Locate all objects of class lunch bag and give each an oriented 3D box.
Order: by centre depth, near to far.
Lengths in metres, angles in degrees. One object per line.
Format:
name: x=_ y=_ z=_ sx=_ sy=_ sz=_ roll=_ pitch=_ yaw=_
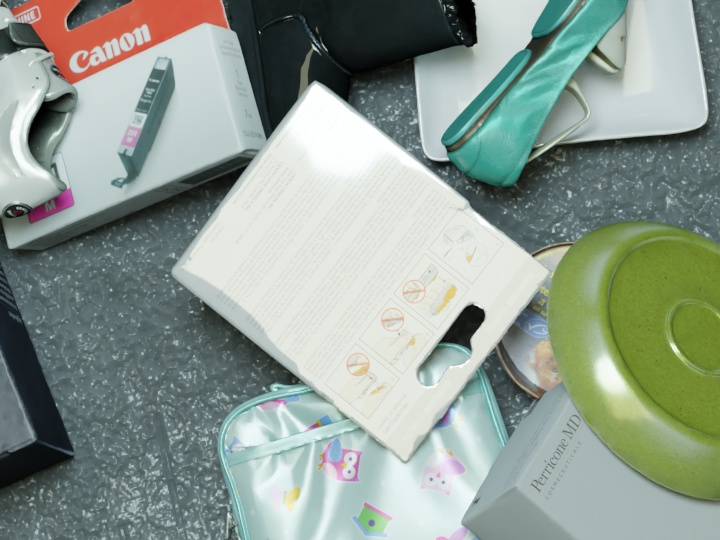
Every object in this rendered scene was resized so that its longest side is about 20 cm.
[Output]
lunch bag: x=0.004 y=0.139 z=1.373 sx=0.199 sy=0.077 sz=0.162 roll=-18 pitch=81 yaw=1

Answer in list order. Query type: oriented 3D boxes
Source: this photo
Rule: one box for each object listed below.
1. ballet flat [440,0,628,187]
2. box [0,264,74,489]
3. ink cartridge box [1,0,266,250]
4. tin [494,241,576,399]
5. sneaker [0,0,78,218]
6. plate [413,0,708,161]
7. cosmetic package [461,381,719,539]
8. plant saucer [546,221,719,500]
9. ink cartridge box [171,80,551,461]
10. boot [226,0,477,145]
ballet flat: x=0.136 y=-0.138 z=1.388 sx=0.070 sy=0.067 sz=0.201 roll=38 pitch=86 yaw=-15
box: x=-0.327 y=0.070 z=1.393 sx=0.195 sy=0.117 sz=0.201 roll=-24 pitch=79 yaw=1
ink cartridge box: x=-0.174 y=-0.127 z=1.414 sx=0.199 sy=0.043 sz=0.175 roll=-21 pitch=80 yaw=24
tin: x=0.181 y=0.061 z=1.391 sx=0.199 sy=0.042 sz=0.112 roll=34 pitch=89 yaw=9
sneaker: x=-0.232 y=-0.133 z=1.390 sx=0.088 sy=0.074 sz=0.202 roll=-10 pitch=77 yaw=13
plate: x=0.131 y=-0.181 z=1.435 sx=0.198 sy=0.032 sz=0.202 roll=-7 pitch=80 yaw=3
cosmetic package: x=0.177 y=0.170 z=1.309 sx=0.200 sy=0.081 sz=0.113 roll=39 pitch=56 yaw=-8
plant saucer: x=0.212 y=0.049 z=1.323 sx=0.199 sy=0.031 sz=0.201 roll=14 pitch=55 yaw=-21
ink cartridge box: x=0.000 y=0.000 z=1.348 sx=0.200 sy=0.050 sz=0.161 roll=38 pitch=93 yaw=2
boot: x=0.003 y=-0.144 z=1.402 sx=0.161 sy=0.073 sz=0.200 roll=-19 pitch=75 yaw=18
